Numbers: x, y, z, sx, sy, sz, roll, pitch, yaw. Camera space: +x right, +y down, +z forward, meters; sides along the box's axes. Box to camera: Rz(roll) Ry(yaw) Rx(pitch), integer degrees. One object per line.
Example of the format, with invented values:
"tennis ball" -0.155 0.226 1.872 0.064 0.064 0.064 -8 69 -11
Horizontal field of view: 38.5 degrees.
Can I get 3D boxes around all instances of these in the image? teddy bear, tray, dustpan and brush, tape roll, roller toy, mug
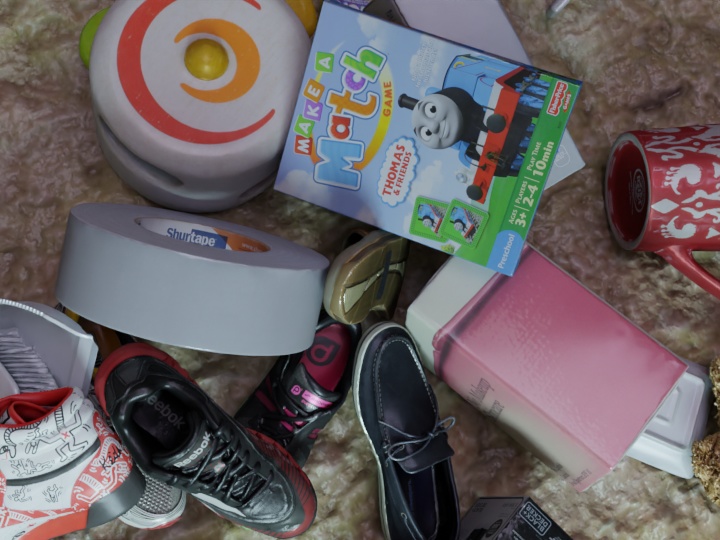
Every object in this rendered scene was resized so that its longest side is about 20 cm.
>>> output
"teddy bear" 0.366 0.135 0.935 0.145 0.067 0.201 31 70 -22
"tray" 0.228 0.103 0.932 0.199 0.022 0.108 23 72 -5
"dustpan and brush" -0.296 0.061 0.804 0.200 0.140 0.057 36 29 31
"tape roll" -0.126 0.003 0.787 0.199 0.200 0.067 11 99 -9
"roller toy" -0.129 -0.151 0.860 0.199 0.140 0.184 -5 78 -13
"mug" 0.340 -0.059 0.934 0.199 0.134 0.178 -2 55 -8

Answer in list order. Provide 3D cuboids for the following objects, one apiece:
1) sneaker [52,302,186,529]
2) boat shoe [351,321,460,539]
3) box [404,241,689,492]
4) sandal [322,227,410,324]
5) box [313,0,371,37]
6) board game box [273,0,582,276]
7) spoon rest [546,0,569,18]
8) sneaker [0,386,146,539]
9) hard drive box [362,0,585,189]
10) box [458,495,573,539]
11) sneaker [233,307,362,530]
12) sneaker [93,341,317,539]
"sneaker" -0.193 0.108 0.805 0.078 0.082 0.201 -24 84 -31
"boat shoe" 0.042 0.139 0.833 0.074 0.062 0.201 -13 97 -34
"box" 0.144 0.071 0.846 0.200 0.128 0.109 38 75 13
"sandal" 0.000 0.000 0.828 0.054 0.200 0.081 17 98 15
"box" 0.024 -0.271 0.972 0.117 0.048 0.201 12 76 -9
"board game box" 0.047 -0.101 0.782 0.199 0.037 0.152 20 108 10
"spoon rest" 0.149 -0.343 0.998 0.061 0.099 0.200 -37 94 4
"sneaker" -0.268 0.156 0.753 0.201 0.067 0.108 -24 110 8
"hard drive box" 0.089 -0.158 0.868 0.077 0.156 0.201 -31 101 -2
"box" 0.072 0.272 0.810 0.060 0.117 0.200 44 71 -1
"sneaker" -0.058 0.112 0.838 0.076 0.084 0.201 26 72 -4
"sneaker" -0.108 0.135 0.746 0.200 0.098 0.071 43 86 -14
